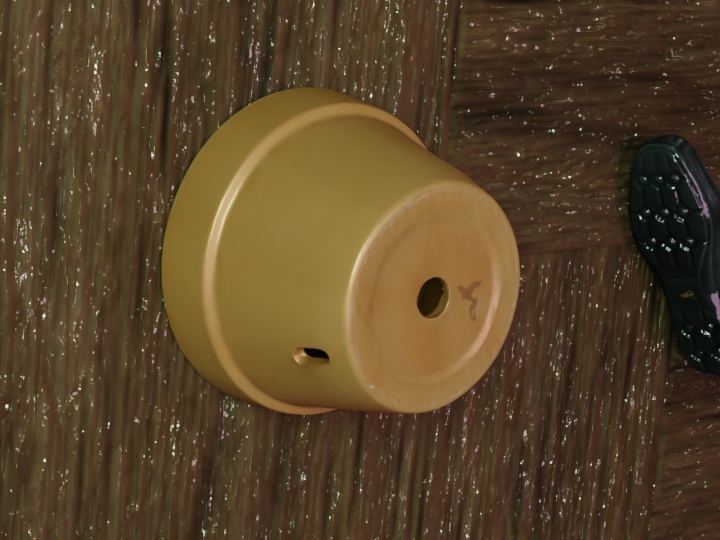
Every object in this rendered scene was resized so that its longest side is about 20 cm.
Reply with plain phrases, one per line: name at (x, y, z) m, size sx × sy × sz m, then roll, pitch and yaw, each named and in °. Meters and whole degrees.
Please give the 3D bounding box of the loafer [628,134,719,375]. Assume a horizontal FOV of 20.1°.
loafer at (0.245, -0.017, 1.478) m, size 0.070 × 0.068 × 0.201 m, roll -52°, pitch 130°, yaw -41°

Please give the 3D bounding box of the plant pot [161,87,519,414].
plant pot at (0.000, 0.000, 1.216) m, size 0.199 × 0.140 × 0.202 m, roll -12°, pitch 110°, yaw -37°
